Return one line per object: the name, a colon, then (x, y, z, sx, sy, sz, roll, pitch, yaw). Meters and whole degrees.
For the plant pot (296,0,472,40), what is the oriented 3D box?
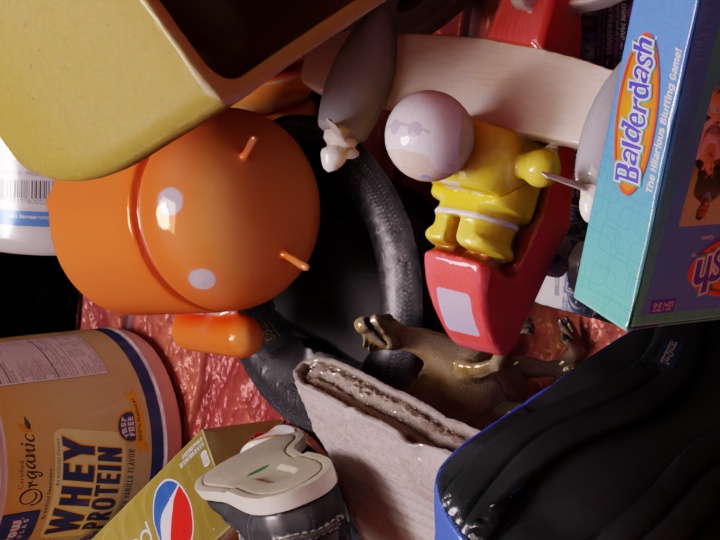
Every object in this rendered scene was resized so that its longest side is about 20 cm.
plant pot: (-0.012, -0.216, 1.480, 0.175, 0.199, 0.200, 58, 137, 19)

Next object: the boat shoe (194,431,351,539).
boat shoe: (-0.046, 0.135, 1.509, 0.068, 0.072, 0.200, 66, 171, -9)

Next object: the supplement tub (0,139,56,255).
supplement tub: (-0.209, -0.117, 1.809, 0.132, 0.131, 0.201, 15, 105, 53)

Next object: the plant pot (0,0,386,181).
plant pot: (-0.120, -0.156, 1.362, 0.195, 0.195, 0.200, 54, 136, -2)

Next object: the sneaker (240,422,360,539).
sneaker: (-0.009, 0.176, 1.614, 0.200, 0.079, 0.079, 57, 135, 31)

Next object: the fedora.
fedora: (0.000, 0.000, 1.565, 0.200, 0.091, 0.202, 10, 103, 53)

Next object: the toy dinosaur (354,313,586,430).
toy dinosaur: (0.079, 0.073, 1.478, 0.101, 0.200, 0.058, -28, 26, 25)

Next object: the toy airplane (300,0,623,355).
toy airplane: (0.068, -0.082, 1.351, 0.200, 0.141, 0.200, -42, 68, 35)

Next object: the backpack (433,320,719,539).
backpack: (0.137, 0.140, 1.284, 0.162, 0.199, 0.169, 37, 141, 37)

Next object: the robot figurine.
robot figurine: (-0.101, -0.034, 1.519, 0.199, 0.116, 0.145, -3, 69, 54)

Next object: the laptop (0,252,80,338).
laptop: (-0.296, -0.002, 1.907, 0.103, 0.176, 0.201, 29, 117, 50)

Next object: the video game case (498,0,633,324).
video game case: (0.136, -0.073, 1.412, 0.181, 0.036, 0.201, 14, 106, 53)

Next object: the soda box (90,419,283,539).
soda box: (-0.112, 0.173, 1.768, 0.200, 0.064, 0.068, -45, 59, 48)

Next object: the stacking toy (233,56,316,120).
stacking toy: (-0.068, -0.076, 1.661, 0.116, 0.109, 0.201, 15, 117, 50)

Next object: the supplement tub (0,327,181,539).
supplement tub: (-0.237, 0.118, 1.819, 0.144, 0.199, 0.145, 11, 104, 53)

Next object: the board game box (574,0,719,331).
board game box: (0.186, -0.077, 1.244, 0.045, 0.151, 0.201, 33, 120, 48)

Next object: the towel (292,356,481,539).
towel: (0.039, 0.128, 1.435, 0.200, 0.034, 0.133, 24, 140, 55)
